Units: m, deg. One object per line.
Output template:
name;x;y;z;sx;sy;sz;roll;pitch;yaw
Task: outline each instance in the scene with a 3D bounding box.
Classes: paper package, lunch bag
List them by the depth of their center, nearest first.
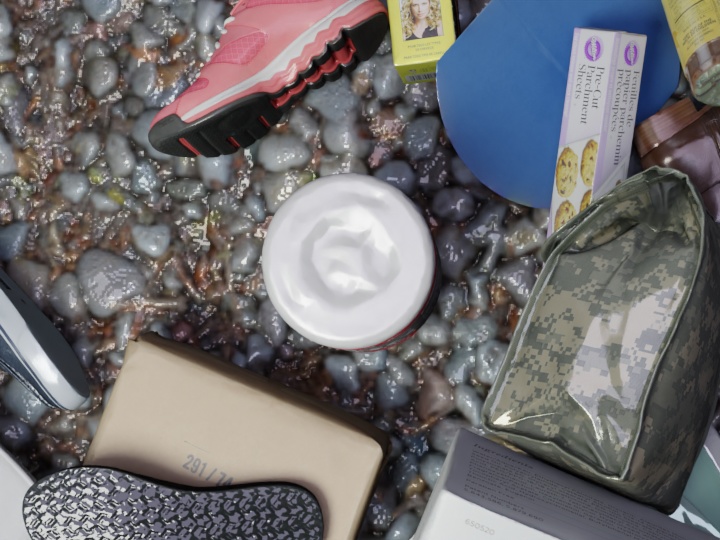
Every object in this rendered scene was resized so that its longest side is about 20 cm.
lunch bag;0.178;0.040;0.964;0.117;0.164;0.201;20;84;27
paper package;-0.099;0.167;1.053;0.199;0.103;0.192;21;90;5

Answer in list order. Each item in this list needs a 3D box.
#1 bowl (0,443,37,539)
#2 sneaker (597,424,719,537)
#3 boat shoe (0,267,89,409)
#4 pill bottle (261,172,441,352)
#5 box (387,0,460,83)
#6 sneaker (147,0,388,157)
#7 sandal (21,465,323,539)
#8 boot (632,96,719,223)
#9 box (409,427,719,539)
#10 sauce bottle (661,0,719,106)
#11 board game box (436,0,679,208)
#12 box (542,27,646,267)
bowl;-0.337;0.189;1.085;0.199;0.075;0.200;38;91;6
sneaker;0.237;0.214;1.035;0.118;0.074;0.201;-28;75;-4
boat shoe;-0.290;0.046;1.097;0.091;0.071;0.200;-43;77;2
pill bottle;0.000;0.000;1.006;0.110;0.200;0.112;0;86;5
box;0.041;-0.244;1.084;0.050;0.075;0.202;-7;87;8
sneaker;-0.079;-0.159;1.099;0.199;0.074;0.087;-33;71;-2
sandal;-0.125;0.172;0.986;0.199;0.048;0.076;6;86;-7
boot;0.312;-0.050;1.054;0.185;0.064;0.201;-27;83;11
box;0.111;0.239;0.925;0.199;0.131;0.200;22;103;4
sauce bottle;0.240;-0.212;1.043;0.064;0.065;0.201;-10;61;4
board game box;0.140;-0.146;1.075;0.158;0.039;0.200;44;83;-24
box;0.164;-0.070;1.051;0.041;0.038;0.202;18;105;46
